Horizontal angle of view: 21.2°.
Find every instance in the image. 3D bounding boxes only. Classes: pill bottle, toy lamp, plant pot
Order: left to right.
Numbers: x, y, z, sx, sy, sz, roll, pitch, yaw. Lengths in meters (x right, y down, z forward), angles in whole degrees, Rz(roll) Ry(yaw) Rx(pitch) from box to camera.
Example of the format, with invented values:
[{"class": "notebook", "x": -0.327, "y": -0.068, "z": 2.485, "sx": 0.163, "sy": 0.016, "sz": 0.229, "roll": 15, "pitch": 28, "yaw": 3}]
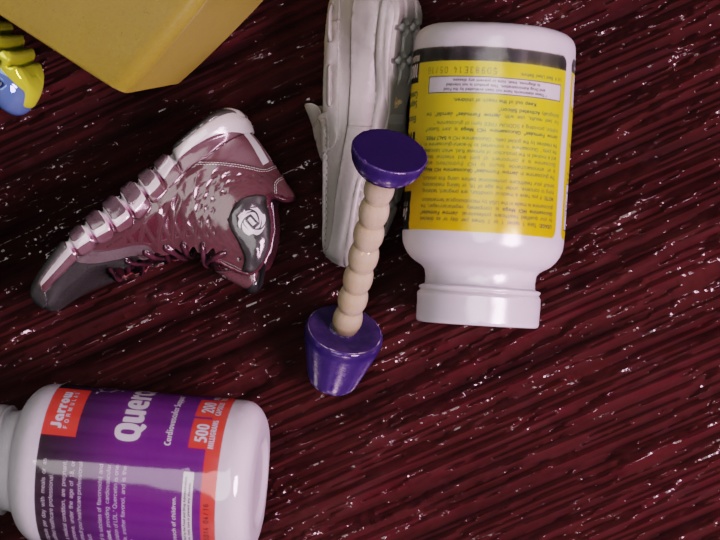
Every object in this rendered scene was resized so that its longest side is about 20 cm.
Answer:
[{"class": "pill bottle", "x": -0.167, "y": 0.138, "z": 1.336, "sx": 0.199, "sy": 0.112, "sz": 0.113, "roll": 5, "pitch": 89, "yaw": 5}, {"class": "plant pot", "x": -0.154, "y": -0.232, "z": 1.311, "sx": 0.199, "sy": 0.200, "sz": 0.177, "roll": 32, "pitch": 103, "yaw": 5}, {"class": "toy lamp", "x": 0.000, "y": 0.000, "z": 1.308, "sx": 0.058, "sy": 0.058, "sz": 0.201, "roll": 20, "pitch": 125, "yaw": 6}, {"class": "pill bottle", "x": 0.086, "y": -0.063, "z": 1.315, "sx": 0.112, "sy": 0.112, "sz": 0.201, "roll": 4, "pitch": 89, "yaw": 6}]

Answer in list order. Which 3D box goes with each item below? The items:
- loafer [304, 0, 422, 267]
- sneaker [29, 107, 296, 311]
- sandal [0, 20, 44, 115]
[{"class": "loafer", "x": -0.005, "y": -0.103, "z": 1.352, "sx": 0.069, "sy": 0.070, "sz": 0.201, "roll": 10, "pitch": 93, "yaw": 27}, {"class": "sneaker", "x": -0.130, "y": -0.012, "z": 1.356, "sx": 0.200, "sy": 0.076, "sz": 0.116, "roll": -41, "pitch": 89, "yaw": 3}, {"class": "sandal", "x": -0.312, "y": -0.170, "z": 1.378, "sx": 0.200, "sy": 0.079, "sz": 0.087, "roll": 39, "pitch": 96, "yaw": 13}]
